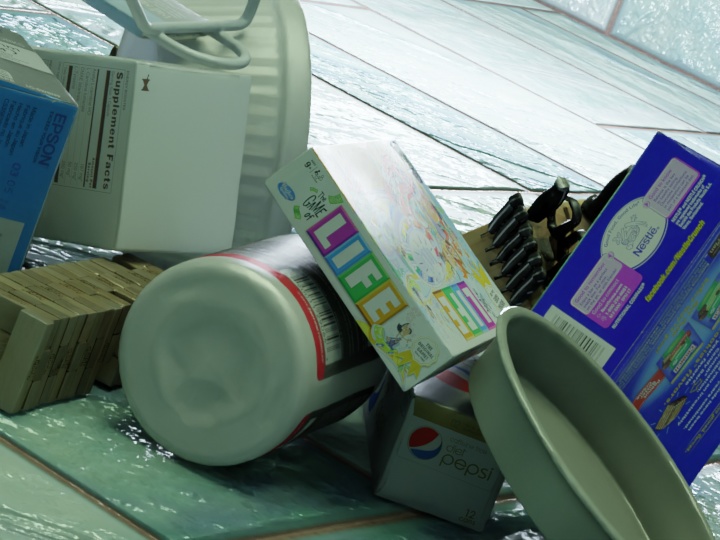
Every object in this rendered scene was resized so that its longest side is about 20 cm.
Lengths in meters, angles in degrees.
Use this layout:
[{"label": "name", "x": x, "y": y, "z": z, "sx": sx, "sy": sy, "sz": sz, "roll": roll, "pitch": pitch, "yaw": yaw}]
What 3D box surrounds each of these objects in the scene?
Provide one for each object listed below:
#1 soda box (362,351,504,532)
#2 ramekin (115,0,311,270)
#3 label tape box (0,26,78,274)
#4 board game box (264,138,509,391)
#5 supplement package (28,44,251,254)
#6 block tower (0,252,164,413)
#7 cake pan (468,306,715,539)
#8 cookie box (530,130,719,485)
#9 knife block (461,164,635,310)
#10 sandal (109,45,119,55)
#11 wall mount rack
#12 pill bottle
[{"label": "soda box", "x": 0.045, "y": 0.081, "z": 1.691, "sx": 0.068, "sy": 0.064, "sz": 0.200, "roll": 20, "pitch": 14, "yaw": -7}, {"label": "ramekin", "x": -0.102, "y": -0.088, "z": 1.852, "sx": 0.094, "sy": 0.204, "sz": 0.202, "roll": 6, "pitch": 18, "yaw": -18}, {"label": "label tape box", "x": -0.233, "y": -0.067, "z": 1.646, "sx": 0.063, "sy": 0.145, "sz": 0.200, "roll": 15, "pitch": 15, "yaw": -26}, {"label": "board game box", "x": 0.022, "y": -0.007, "z": 1.621, "sx": 0.135, "sy": 0.034, "sz": 0.200, "roll": 56, "pitch": 13, "yaw": 4}, {"label": "supplement package", "x": -0.179, "y": -0.076, "z": 1.730, "sx": 0.199, "sy": 0.110, "sz": 0.113, "roll": 10, "pitch": 5, "yaw": 36}, {"label": "block tower", "x": -0.154, "y": 0.031, "z": 1.587, "sx": 0.058, "sy": 0.054, "sz": 0.200, "roll": 25, "pitch": 13, "yaw": 17}, {"label": "cake pan", "x": 0.126, "y": 0.110, "z": 1.587, "sx": 0.200, "sy": 0.037, "sz": 0.201, "roll": 47, "pitch": 18, "yaw": -20}, {"label": "cookie box", "x": 0.190, "y": 0.030, "z": 1.780, "sx": 0.075, "sy": 0.172, "sz": 0.200, "roll": 35, "pitch": -1, "yaw": 30}, {"label": "knife block", "x": 0.136, "y": -0.006, "z": 1.889, "sx": 0.200, "sy": 0.175, "sz": 0.064, "roll": 21, "pitch": 51, "yaw": -66}, {"label": "sandal", "x": -0.150, "y": -0.124, "z": 2.150, "sx": 0.069, "sy": 0.078, "sz": 0.212, "roll": 13, "pitch": 10, "yaw": -11}, {"label": "wall mount rack", "x": -0.151, "y": -0.192, "z": 1.738, "sx": 0.199, "sy": 0.075, "sz": 0.173, "roll": 32, "pitch": 20, "yaw": 29}, {"label": "pill bottle", "x": -0.046, "y": 0.038, "z": 1.607, "sx": 0.110, "sy": 0.111, "sz": 0.200, "roll": 26, "pitch": 14, "yaw": 15}]
